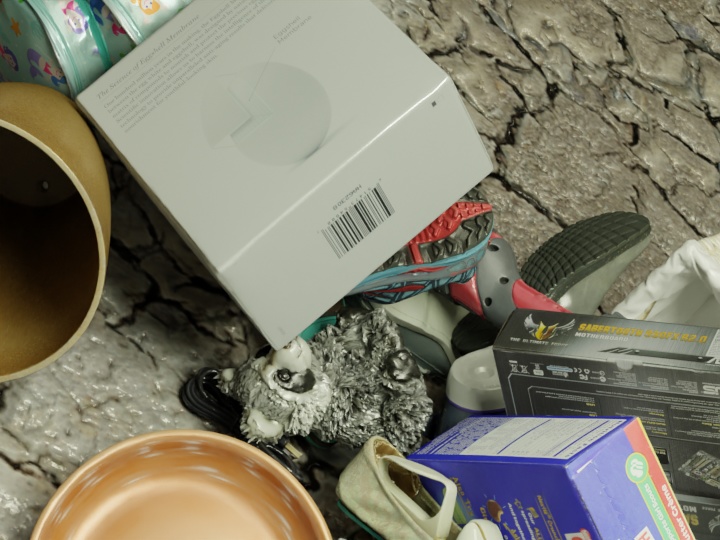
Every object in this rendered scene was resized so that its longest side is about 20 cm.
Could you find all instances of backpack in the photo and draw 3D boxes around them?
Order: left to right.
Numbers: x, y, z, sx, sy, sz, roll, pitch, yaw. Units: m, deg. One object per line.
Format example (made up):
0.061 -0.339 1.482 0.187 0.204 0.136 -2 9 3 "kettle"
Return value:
-0.194 -0.183 1.446 0.199 0.178 0.150 36 58 22 "backpack"

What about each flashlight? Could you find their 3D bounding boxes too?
0.135 0.026 1.448 0.068 0.068 0.199 -26 41 -35 "flashlight"

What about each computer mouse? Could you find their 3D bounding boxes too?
-0.109 0.151 1.323 0.110 0.044 0.200 44 30 -4 "computer mouse"

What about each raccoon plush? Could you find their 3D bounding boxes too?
-0.018 0.120 1.383 0.133 0.202 0.097 -25 26 -14 "raccoon plush"

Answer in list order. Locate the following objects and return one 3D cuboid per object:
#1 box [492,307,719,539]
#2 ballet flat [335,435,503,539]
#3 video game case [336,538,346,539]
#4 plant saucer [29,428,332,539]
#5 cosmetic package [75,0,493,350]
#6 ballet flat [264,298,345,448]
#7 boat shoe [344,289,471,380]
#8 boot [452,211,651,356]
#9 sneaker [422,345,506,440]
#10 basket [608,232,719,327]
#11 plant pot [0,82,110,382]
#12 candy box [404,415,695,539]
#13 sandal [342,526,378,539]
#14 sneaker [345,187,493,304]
0.201 0.110 1.341 0.048 0.198 0.160 -54 139 -43 "box"
0.057 0.179 1.296 0.199 0.063 0.067 37 14 35 "ballet flat"
0.032 0.303 1.254 0.199 0.045 0.182 32 52 -13 "video game case"
-0.112 0.201 1.204 0.198 0.037 0.202 3 70 -9 "plant saucer"
-0.053 -0.094 1.328 0.200 0.199 0.123 49 -4 33 "cosmetic package"
-0.045 0.033 1.463 0.067 0.070 0.203 -7 90 -37 "ballet flat"
0.053 0.045 1.551 0.200 0.061 0.074 36 57 -40 "boat shoe"
0.170 0.052 1.566 0.068 0.199 0.131 28 -28 57 "boot"
0.142 0.125 1.496 0.198 0.148 0.080 -13 32 -30 "sneaker"
0.309 0.094 1.630 0.200 0.198 0.160 51 35 15 "basket"
-0.245 -0.053 1.312 0.185 0.187 0.200 33 23 -10 "plant pot"
0.138 0.186 1.315 0.077 0.199 0.170 -31 103 -28 "candy box"
0.020 0.207 1.366 0.080 0.057 0.201 47 37 8 "sandal"
0.000 0.000 1.400 0.198 0.096 0.080 -8 60 -1 "sneaker"
